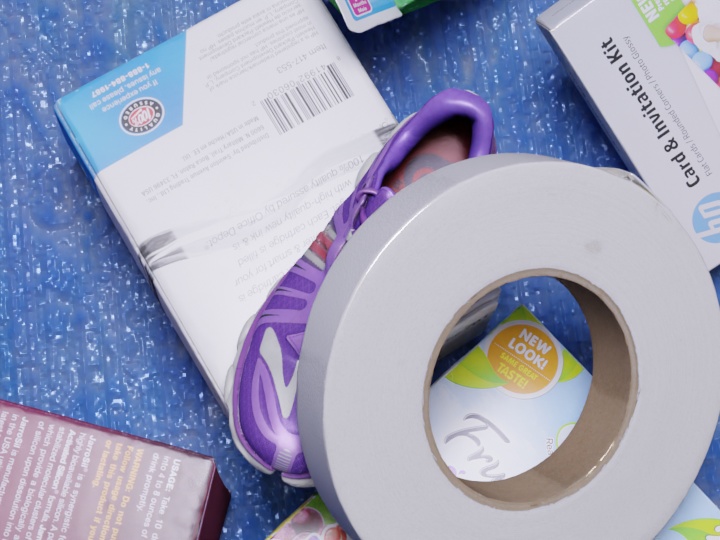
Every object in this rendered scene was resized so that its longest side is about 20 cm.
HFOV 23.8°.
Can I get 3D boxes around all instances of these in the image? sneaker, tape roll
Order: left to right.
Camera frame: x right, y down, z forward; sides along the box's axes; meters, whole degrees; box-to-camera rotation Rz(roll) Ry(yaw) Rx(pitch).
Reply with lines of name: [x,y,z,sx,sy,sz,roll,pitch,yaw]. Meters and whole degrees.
sneaker: [0.000,0.000,0.776,0.080,0.083,0.201,26,77,5]
tape roll: [0.069,0.048,0.754,0.201,0.037,0.205,-4,101,-23]

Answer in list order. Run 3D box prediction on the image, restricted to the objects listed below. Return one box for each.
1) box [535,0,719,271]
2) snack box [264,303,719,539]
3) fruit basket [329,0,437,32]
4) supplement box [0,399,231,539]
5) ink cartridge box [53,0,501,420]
box: [0.213,-0.119,0.866,0.199,0.041,0.156,-34,107,5]
snack box: [0.062,0.146,0.832,0.200,0.068,0.169,-42,79,-14]
fruit basket: [0.008,-0.233,0.875,0.093,0.185,0.201,-16,98,36]
supplement box: [-0.169,0.112,0.813,0.198,0.110,0.086,15,75,3]
ink cartridge box: [-0.042,-0.026,0.868,0.146,0.086,0.201,-29,79,-9]
